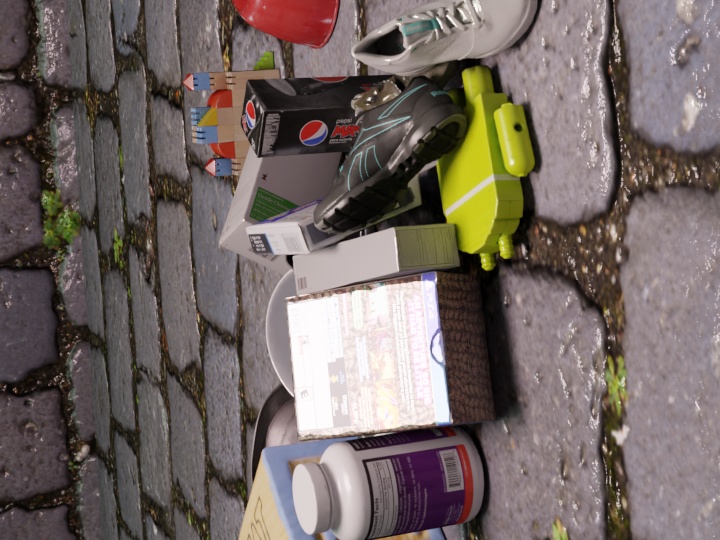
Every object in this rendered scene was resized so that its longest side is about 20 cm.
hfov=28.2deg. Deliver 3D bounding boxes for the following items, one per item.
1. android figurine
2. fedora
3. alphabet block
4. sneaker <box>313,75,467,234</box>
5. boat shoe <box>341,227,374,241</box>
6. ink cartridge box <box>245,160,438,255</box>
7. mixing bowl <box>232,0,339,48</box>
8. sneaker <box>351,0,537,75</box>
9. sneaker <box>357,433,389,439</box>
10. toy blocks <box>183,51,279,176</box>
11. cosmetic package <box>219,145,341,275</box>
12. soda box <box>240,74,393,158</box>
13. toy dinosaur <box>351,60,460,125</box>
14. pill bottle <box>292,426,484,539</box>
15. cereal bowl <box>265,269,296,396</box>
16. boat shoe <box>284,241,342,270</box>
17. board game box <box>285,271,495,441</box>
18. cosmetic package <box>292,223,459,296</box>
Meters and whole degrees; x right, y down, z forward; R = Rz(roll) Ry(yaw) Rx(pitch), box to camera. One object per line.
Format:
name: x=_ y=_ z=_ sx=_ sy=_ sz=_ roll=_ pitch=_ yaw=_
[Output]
android figurine: x=0.124 y=-0.102 z=1.481 sx=0.182 sy=0.041 sz=0.201 roll=139 pitch=124 yaw=-63
fedora: x=-0.064 y=0.251 z=1.941 sx=0.090 sy=0.176 sz=0.201 roll=15 pitch=103 yaw=35
alphabet block: x=-0.027 y=0.343 z=1.787 sx=0.201 sy=0.194 sz=0.197 roll=108 pitch=150 yaw=-44
sneaker: x=0.023 y=-0.118 z=1.496 sx=0.200 sy=0.075 sz=0.079 roll=-41 pitch=62 yaw=16
boat shoe: x=-0.046 y=-0.032 z=1.892 sx=0.199 sy=0.068 sz=0.074 roll=161 pitch=102 yaw=-68
ink cartridge box: x=-0.011 y=-0.071 z=1.643 sx=0.044 sy=0.199 sz=0.198 roll=68 pitch=161 yaw=-8
mixing bowl: x=-0.112 y=-0.393 z=1.909 sx=0.200 sy=0.108 sz=0.201 roll=173 pitch=90 yaw=-69
sneaker: x=0.080 y=-0.239 z=1.412 sx=0.199 sy=0.088 sz=0.076 roll=-21 pitch=82 yaw=37
sneaker: x=0.047 y=0.139 z=1.676 sx=0.087 sy=0.080 sz=0.200 roll=56 pitch=139 yaw=13
toy blocks: x=-0.187 y=-0.216 z=2.105 sx=0.100 sy=0.136 sz=0.201 roll=-162 pitch=67 yaw=-66
cosmetic package: x=-0.097 y=-0.108 z=1.833 sx=0.085 sy=0.107 sz=0.201 roll=-38 pitch=33 yaw=54
soda box: x=-0.032 y=-0.178 z=1.639 sx=0.071 sy=0.199 sz=0.064 roll=-120 pitch=33 yaw=-44
toy dinosaur: x=0.075 y=-0.224 z=1.524 sx=0.200 sy=0.077 sz=0.103 roll=-33 pitch=49 yaw=42
pill bottle: x=0.030 y=0.239 z=1.597 sx=0.112 sy=0.199 sz=0.113 roll=174 pitch=90 yaw=-69
cereal bowl: x=-0.018 y=0.078 z=1.787 sx=0.199 sy=0.083 sz=0.201 roll=7 pitch=102 yaw=37
boat shoe: x=0.000 y=0.000 z=1.676 sx=0.199 sy=0.057 sz=0.067 roll=10 pitch=100 yaw=33
board game box: x=0.030 y=0.096 z=1.557 sx=0.199 sy=0.097 sz=0.160 roll=-10 pitch=82 yaw=32
cosmetic package: x=0.013 y=-0.011 z=1.553 sx=0.200 sy=0.082 sz=0.051 roll=-14 pitch=80 yaw=54
